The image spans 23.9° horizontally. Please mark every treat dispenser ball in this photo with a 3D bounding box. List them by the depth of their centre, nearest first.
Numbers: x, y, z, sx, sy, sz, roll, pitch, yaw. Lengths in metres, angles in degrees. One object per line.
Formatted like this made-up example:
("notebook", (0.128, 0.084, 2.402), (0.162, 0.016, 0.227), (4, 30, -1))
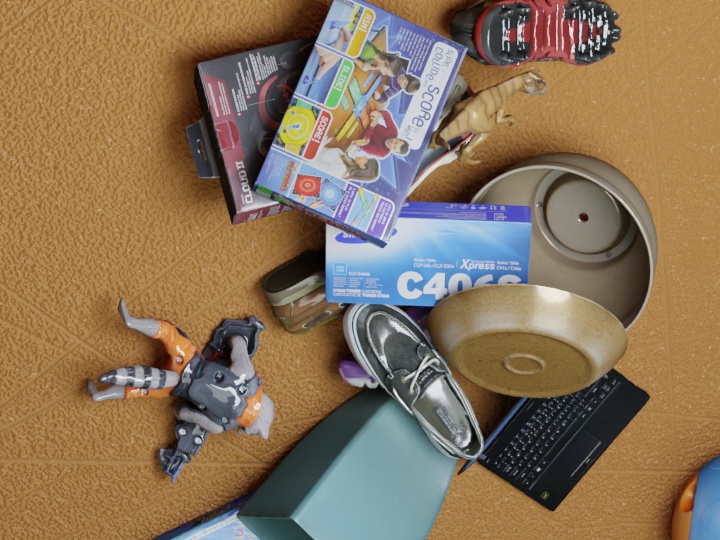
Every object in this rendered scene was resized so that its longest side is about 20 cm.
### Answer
("treat dispenser ball", (0.453, 0.301, 1.934), (0.199, 0.201, 0.202), (-6, 115, -14))

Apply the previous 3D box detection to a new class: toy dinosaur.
("toy dinosaur", (0.099, -0.143, 1.612), (0.060, 0.200, 0.106), (44, 138, 9))

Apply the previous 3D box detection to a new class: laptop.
("laptop", (0.214, 0.178, 1.861), (0.199, 0.103, 0.178), (35, 101, -27))

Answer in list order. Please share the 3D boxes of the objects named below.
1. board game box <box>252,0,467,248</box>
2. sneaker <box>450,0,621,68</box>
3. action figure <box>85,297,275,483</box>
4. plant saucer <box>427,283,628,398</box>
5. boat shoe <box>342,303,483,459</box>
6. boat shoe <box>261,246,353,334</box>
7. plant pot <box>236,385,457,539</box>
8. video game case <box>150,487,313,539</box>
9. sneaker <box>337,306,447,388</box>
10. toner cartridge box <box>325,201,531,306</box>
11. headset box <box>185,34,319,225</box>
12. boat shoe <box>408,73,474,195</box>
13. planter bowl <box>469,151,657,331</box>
("board game box", (0.000, -0.139, 1.568), (0.135, 0.034, 0.201), (24, 80, -4))
("sneaker", (0.169, -0.238, 1.679), (0.199, 0.098, 0.071), (-8, 105, -39))
("action figure", (-0.179, 0.135, 1.726), (0.192, 0.105, 0.201), (19, 105, -13))
("plant saucer", (0.162, 0.078, 1.672), (0.198, 0.036, 0.201), (7, 150, 4))
("boat shoe", (0.063, 0.107, 1.710), (0.072, 0.071, 0.200), (-44, 104, -13))
("boat shoe", (0.000, 0.000, 1.739), (0.199, 0.072, 0.068), (-23, 120, 6))
("plant pot", (0.002, 0.222, 1.770), (0.141, 0.141, 0.200), (44, 66, -17))
("video game case", (-0.130, 0.347, 1.832), (0.199, 0.045, 0.182), (-25, 99, -2))
("sneaker", (0.065, 0.058, 1.782), (0.199, 0.081, 0.089), (-20, 105, -5))
("toner cartridge box", (0.065, -0.016, 1.658), (0.198, 0.043, 0.096), (2, 115, 2))
("headset box", (-0.064, -0.137, 1.615), (0.198, 0.075, 0.150), (-15, 85, -10))
("boat shoe", (0.039, -0.113, 1.695), (0.200, 0.071, 0.063), (-38, 113, 0))
("planter bowl", (0.212, -0.035, 1.724), (0.199, 0.135, 0.202), (10, 117, 19))
